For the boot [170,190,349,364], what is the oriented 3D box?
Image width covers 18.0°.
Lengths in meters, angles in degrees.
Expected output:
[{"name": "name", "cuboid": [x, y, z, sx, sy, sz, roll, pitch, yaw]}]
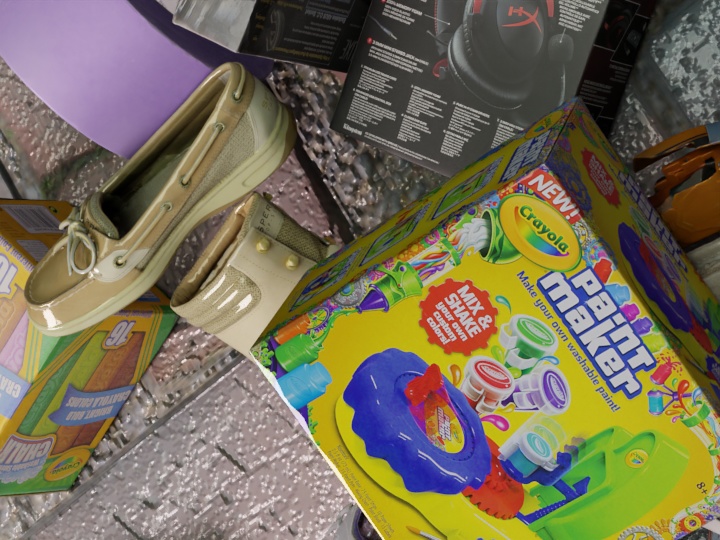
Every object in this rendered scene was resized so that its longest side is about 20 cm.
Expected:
[{"name": "boot", "cuboid": [0.000, 0.000, 1.343, 0.155, 0.073, 0.200, 40, 117, -18]}]

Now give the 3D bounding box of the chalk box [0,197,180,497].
[{"name": "chalk box", "cuboid": [-0.235, 0.068, 1.474, 0.124, 0.124, 0.201, 39, 107, 23]}]

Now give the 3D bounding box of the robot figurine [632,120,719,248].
[{"name": "robot figurine", "cuboid": [0.178, -0.010, 1.272, 0.199, 0.058, 0.145, -26, 118, 21]}]

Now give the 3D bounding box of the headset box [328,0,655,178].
[{"name": "headset box", "cuboid": [0.087, -0.151, 1.337, 0.148, 0.075, 0.202, 23, 99, 26]}]

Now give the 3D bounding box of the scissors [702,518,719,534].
[{"name": "scissors", "cuboid": [0.173, 0.123, 1.240, 0.014, 0.200, 0.074, -21, 88, -10]}]

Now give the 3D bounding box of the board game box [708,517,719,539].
[{"name": "board game box", "cuboid": [0.233, 0.204, 1.218, 0.102, 0.019, 0.201, 4, 60, 13]}]

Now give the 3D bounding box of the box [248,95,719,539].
[{"name": "box", "cuboid": [0.085, 0.054, 1.184, 0.192, 0.122, 0.201, -33, 99, 22]}]

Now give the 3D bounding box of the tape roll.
[{"name": "tape roll", "cuboid": [-0.151, -0.169, 1.393, 0.085, 0.200, 0.201, -39, 72, 21]}]

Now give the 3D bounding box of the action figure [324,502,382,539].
[{"name": "action figure", "cuboid": [0.041, 0.111, 1.336, 0.129, 0.070, 0.201, 19, 115, -13]}]

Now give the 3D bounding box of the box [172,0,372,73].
[{"name": "box", "cuboid": [-0.018, -0.200, 1.324, 0.049, 0.200, 0.159, 26, 101, 22]}]

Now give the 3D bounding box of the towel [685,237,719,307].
[{"name": "towel", "cuboid": [0.228, 0.035, 1.244, 0.199, 0.035, 0.133, -28, 121, 23]}]

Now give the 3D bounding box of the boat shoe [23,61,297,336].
[{"name": "boat shoe", "cuboid": [-0.129, -0.042, 1.336, 0.200, 0.063, 0.073, -37, 41, 12]}]
